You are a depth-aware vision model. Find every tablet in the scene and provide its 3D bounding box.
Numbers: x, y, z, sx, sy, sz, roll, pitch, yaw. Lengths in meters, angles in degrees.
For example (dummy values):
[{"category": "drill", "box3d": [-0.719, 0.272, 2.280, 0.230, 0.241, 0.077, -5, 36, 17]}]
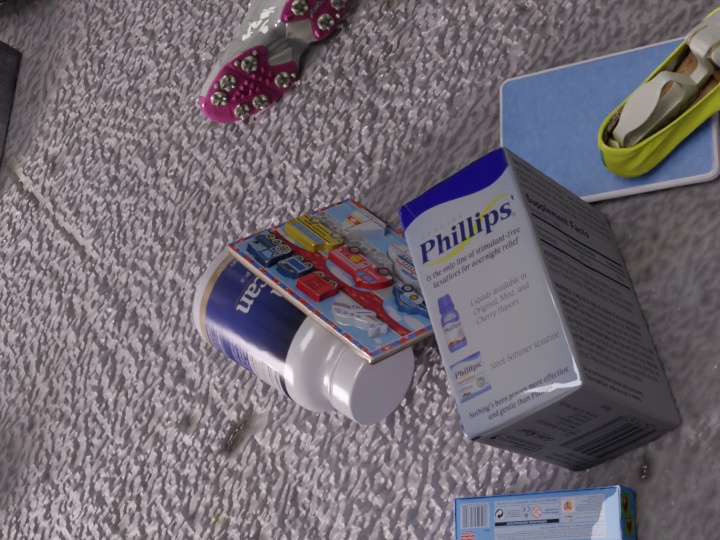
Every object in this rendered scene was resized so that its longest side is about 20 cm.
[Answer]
[{"category": "tablet", "box3d": [0.209, -0.123, 1.172, 0.198, 0.014, 0.132, -9, 70, 31]}]

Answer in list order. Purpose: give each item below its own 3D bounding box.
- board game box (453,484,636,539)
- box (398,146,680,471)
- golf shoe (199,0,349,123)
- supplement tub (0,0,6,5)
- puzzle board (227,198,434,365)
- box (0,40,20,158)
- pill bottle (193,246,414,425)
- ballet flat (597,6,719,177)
[{"category": "board game box", "box3d": [0.146, 0.278, 1.079, 0.150, 0.036, 0.203, -10, 70, 32]}, {"category": "box", "box3d": [0.140, 0.036, 1.066, 0.104, 0.183, 0.202, -28, 61, 25]}, {"category": "golf shoe", "box3d": [-0.093, -0.237, 1.386, 0.200, 0.075, 0.092, -45, 41, 12]}, {"category": "supplement tub", "box3d": [-0.428, -0.397, 1.609, 0.198, 0.140, 0.142, -25, 63, 26]}, {"category": "puzzle board", "box3d": [0.000, 0.000, 1.205, 0.199, 0.150, 0.018, 36, 135, 36]}, {"category": "box", "box3d": [-0.494, -0.170, 1.642, 0.157, 0.048, 0.203, 0, 76, 35]}, {"category": "pill bottle", "box3d": [-0.049, 0.057, 1.232, 0.199, 0.111, 0.112, 29, 92, 36]}, {"category": "ballet flat", "box3d": [0.266, -0.155, 1.094, 0.200, 0.067, 0.067, -45, 55, 14]}]
